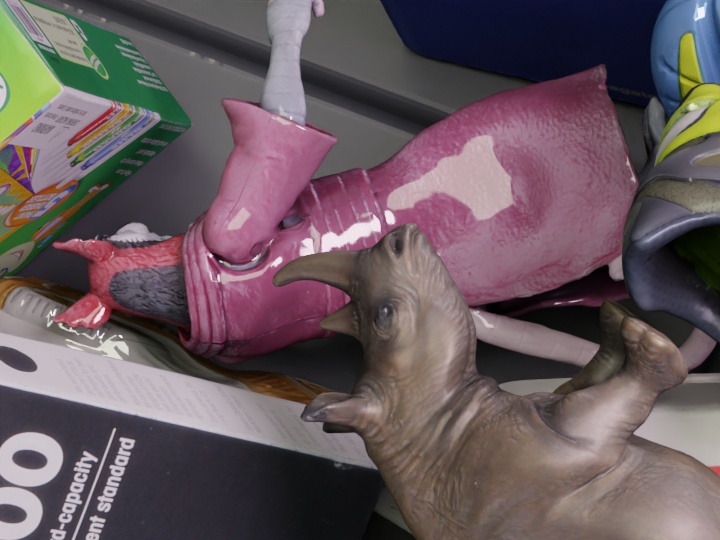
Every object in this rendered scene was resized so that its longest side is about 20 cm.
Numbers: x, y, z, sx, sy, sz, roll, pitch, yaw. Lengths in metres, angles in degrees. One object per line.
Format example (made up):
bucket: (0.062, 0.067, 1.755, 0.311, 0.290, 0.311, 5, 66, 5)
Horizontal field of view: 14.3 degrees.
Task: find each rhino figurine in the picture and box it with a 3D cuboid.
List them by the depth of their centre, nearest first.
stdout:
rhino figurine: (0.058, 0.053, 0.790, 0.199, 0.060, 0.088, 32, 93, 10)

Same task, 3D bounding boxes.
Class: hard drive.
hard drive: (0.054, -0.107, 0.909, 0.131, 0.200, 0.026, 14, 75, 19)

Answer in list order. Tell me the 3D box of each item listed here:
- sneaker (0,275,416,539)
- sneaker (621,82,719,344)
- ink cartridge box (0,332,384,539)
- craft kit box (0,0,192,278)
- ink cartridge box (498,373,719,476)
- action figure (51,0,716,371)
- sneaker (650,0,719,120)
sneaker: (-0.048, 0.073, 0.953, 0.199, 0.076, 0.088, 21, 94, 18)
sneaker: (0.154, 0.022, 0.757, 0.199, 0.074, 0.081, 25, 40, 18)
ink cartridge box: (-0.113, 0.118, 0.852, 0.043, 0.199, 0.199, 41, 112, 56)
craft kit box: (-0.156, -0.004, 0.904, 0.197, 0.200, 0.049, -37, 86, 6)
ink cartridge box: (0.104, 0.134, 0.856, 0.144, 0.084, 0.202, -2, 92, 10)
action figure: (0.000, 0.000, 0.922, 0.199, 0.134, 0.150, -14, 56, -10)
sneaker: (0.146, -0.033, 0.881, 0.070, 0.200, 0.083, -2, 49, 29)
